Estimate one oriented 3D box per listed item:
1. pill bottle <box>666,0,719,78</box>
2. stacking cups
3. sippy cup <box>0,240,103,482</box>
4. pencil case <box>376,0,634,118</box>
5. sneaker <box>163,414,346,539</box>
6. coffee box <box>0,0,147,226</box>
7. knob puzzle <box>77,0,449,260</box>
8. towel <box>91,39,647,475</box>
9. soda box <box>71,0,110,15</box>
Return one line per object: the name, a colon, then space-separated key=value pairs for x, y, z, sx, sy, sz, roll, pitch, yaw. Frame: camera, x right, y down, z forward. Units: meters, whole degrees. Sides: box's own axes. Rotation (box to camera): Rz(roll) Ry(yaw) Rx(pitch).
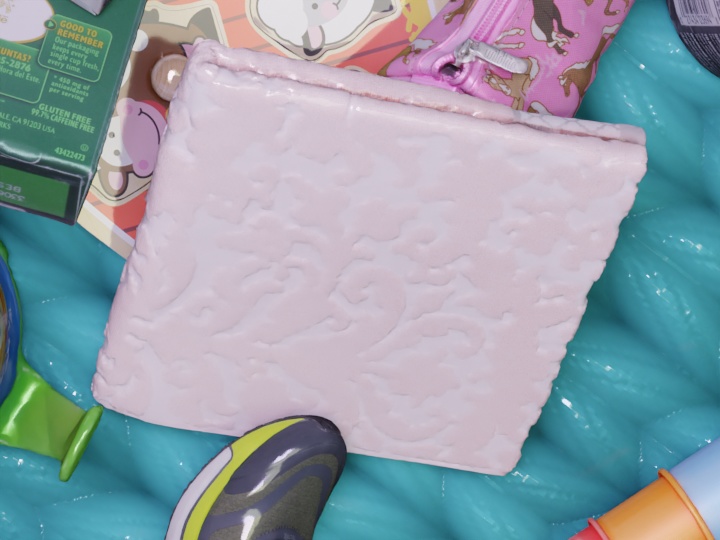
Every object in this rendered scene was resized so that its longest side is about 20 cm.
pill bottle: x=0.200 y=-0.121 z=1.002 sx=0.106 sy=0.200 sz=0.107 roll=-1 pitch=96 yaw=-10
stacking cups: x=0.163 y=0.097 z=1.089 sx=0.200 sy=0.061 sz=0.061 roll=-32 pitch=100 yaw=-5
sippy cup: x=-0.196 y=0.026 z=0.980 sx=0.177 sy=0.130 sz=0.140 roll=-9 pitch=93 yaw=-13
pencil case: x=0.088 y=-0.136 z=1.031 sx=0.083 sy=0.086 sz=0.200 roll=36 pitch=80 yaw=-25
sneaker: x=-0.047 y=0.157 z=1.040 sx=0.074 sy=0.081 sz=0.201 roll=14 pitch=101 yaw=-51
coffee box: x=-0.140 y=-0.122 z=0.968 sx=0.122 sy=0.044 sz=0.201 roll=15 pitch=57 yaw=-7
knob puzzle: x=-0.051 y=-0.077 z=1.051 sx=0.219 sy=0.030 sz=0.221 roll=-1 pitch=96 yaw=-10
towel: x=0.000 y=0.000 z=1.011 sx=0.190 sy=0.032 sz=0.200 roll=9 pitch=133 yaw=-12
soda box: x=-0.073 y=-0.196 z=0.964 sx=0.063 sy=0.070 sz=0.200 roll=30 pitch=55 yaw=4
